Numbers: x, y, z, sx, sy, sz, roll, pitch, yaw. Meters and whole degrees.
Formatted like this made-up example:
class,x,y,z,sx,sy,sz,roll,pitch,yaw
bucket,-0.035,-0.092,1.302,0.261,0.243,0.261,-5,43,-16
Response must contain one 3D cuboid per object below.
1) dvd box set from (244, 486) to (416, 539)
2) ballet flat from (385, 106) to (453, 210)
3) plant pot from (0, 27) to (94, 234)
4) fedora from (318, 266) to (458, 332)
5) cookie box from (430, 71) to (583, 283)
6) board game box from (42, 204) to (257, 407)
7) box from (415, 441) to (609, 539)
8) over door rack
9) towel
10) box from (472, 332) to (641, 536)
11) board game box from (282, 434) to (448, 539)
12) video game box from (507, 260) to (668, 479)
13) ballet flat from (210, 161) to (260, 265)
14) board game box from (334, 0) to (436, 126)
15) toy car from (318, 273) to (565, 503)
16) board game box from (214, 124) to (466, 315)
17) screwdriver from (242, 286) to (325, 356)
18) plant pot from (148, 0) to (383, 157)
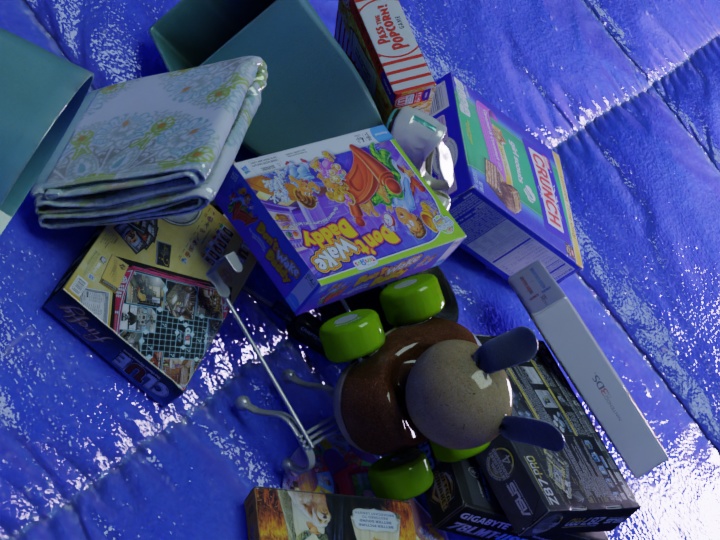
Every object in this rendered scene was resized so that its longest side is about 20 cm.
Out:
class,x,y,z,sx,sy,sz,roll,pitch,yaw
dvd box set,-0.016,0.273,1.538,0.146,0.029,0.200,9,48,-19
ballet flat,0.059,-0.081,1.862,0.069,0.200,0.069,-1,52,1
plant pot,-0.326,-0.109,1.447,0.161,0.201,0.201,32,37,-6
fedora,0.000,0.000,1.778,0.201,0.092,0.201,44,16,-16
cookie box,0.144,-0.091,2.035,0.200,0.075,0.171,33,37,-40
board game box,-0.175,0.006,1.627,0.135,0.035,0.200,42,40,-13
box,0.131,0.174,1.806,0.198,0.050,0.200,20,40,-36
over door rack,-0.055,0.063,1.664,0.148,0.067,0.200,-28,99,-50
towel,-0.181,-0.110,1.629,0.200,0.171,0.048,-72,148,-50
box,0.162,0.153,1.772,0.161,0.049,0.200,8,47,-52
board game box,0.022,0.223,1.657,0.200,0.039,0.158,48,34,-5
video game box,0.228,0.096,1.908,0.200,0.047,0.182,56,6,-12
ballet flat,-0.129,-0.062,1.745,0.067,0.068,0.200,-31,77,-36
board game box,0.020,-0.190,1.913,0.046,0.200,0.152,-16,65,-13
toy car,0.089,0.097,1.594,0.158,0.200,0.164,-30,106,-40
board game box,-0.016,-0.048,1.655,0.200,0.045,0.134,-19,67,-47
screwdriver,-0.092,0.022,1.727,0.200,0.029,0.028,38,36,-20
plant pot,-0.077,-0.184,1.813,0.200,0.141,0.141,47,7,-33
